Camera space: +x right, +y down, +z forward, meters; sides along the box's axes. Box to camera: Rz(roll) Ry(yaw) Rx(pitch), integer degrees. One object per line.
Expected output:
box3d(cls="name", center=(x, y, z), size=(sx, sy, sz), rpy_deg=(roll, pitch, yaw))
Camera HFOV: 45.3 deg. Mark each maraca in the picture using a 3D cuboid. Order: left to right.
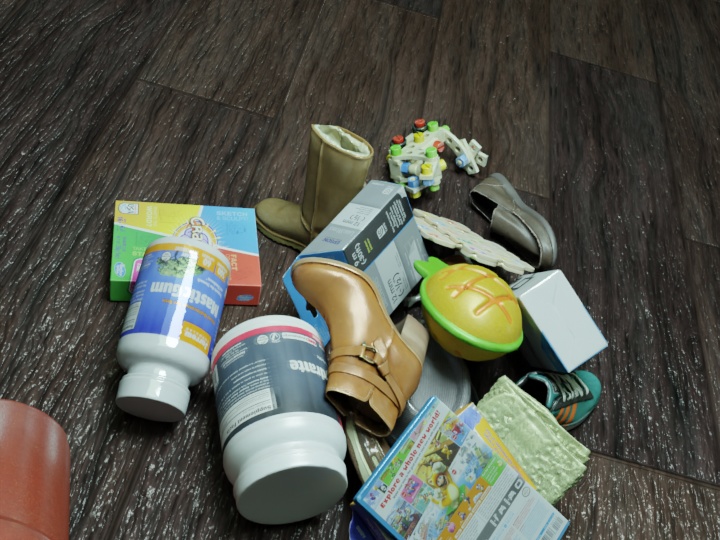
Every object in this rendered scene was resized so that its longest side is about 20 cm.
box3d(cls="maraca", center=(0.133, 0.040, 1.086), size=(0.135, 0.108, 0.201), rpy_deg=(17, 25, -20))

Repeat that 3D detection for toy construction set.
box3d(cls="toy construction set", center=(0.121, -0.191, 1.427), size=(0.130, 0.093, 0.199), rpy_deg=(19, 30, 37))

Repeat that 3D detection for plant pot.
box3d(cls="plant pot", center=(-0.357, 0.242, 0.806), size=(0.198, 0.203, 0.196), rpy_deg=(4, 38, -14))

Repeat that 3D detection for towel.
box3d(cls="towel", center=(0.155, 0.239, 1.001), size=(0.200, 0.037, 0.148), rpy_deg=(-45, 68, -4))

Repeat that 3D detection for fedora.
box3d(cls="fedora", center=(0.080, 0.145, 1.093), size=(0.174, 0.091, 0.202), rpy_deg=(13, 45, -5))

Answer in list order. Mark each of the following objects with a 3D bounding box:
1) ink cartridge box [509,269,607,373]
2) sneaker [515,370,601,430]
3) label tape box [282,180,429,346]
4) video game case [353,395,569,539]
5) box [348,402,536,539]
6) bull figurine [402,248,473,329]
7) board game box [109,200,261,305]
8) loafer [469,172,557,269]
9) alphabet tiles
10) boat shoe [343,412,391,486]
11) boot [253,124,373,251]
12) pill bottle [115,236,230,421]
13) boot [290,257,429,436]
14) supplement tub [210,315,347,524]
box3d(cls="ink cartridge box", center=(0.242, 0.069, 1.164), size=(0.066, 0.200, 0.117), rpy_deg=(-34, 90, -7))
box3d(cls="sneaker", center=(0.250, 0.168, 1.131), size=(0.198, 0.080, 0.072), rpy_deg=(-18, 54, -31))
box3d(cls="label tape box", center=(0.000, 0.000, 1.137), size=(0.066, 0.144, 0.200), rpy_deg=(14, 50, 39))
box3d(cls="video game case", center=(0.107, 0.250, 0.895), size=(0.200, 0.018, 0.143), rpy_deg=(43, 64, 0))
box3d(cls="box", center=(0.083, 0.248, 0.917), size=(0.199, 0.041, 0.120), rpy_deg=(-35, 85, -29))
box3d(cls="bull figurine", center=(0.121, 0.031, 1.218), size=(0.120, 0.066, 0.201), rpy_deg=(-15, 32, -6))
box3d(cls="board game box", center=(-0.241, -0.025, 1.191), size=(0.197, 0.041, 0.154), rpy_deg=(2, 47, -15))
box3d(cls="loafer", center=(0.238, -0.070, 1.374), size=(0.070, 0.074, 0.201), rpy_deg=(-20, 50, -19))
box3d(cls="alphabet tiles", center=(0.153, -0.044, 1.251), size=(0.193, 0.015, 0.200), rpy_deg=(15, 15, -28))
box3d(cls="boat shoe", center=(0.049, 0.243, 0.973), size=(0.074, 0.075, 0.204), rpy_deg=(-27, 74, 10))
box3d(cls="boot", center=(-0.070, -0.120, 1.218), size=(0.174, 0.202, 0.066), rpy_deg=(27, 44, 16))
box3d(cls="pill bottle", center=(-0.227, 0.072, 1.035), size=(0.110, 0.112, 0.203), rpy_deg=(11, 61, -6))
box3d(cls="boot", center=(-0.016, 0.084, 0.989), size=(0.198, 0.074, 0.156), rpy_deg=(32, 46, -4))
box3d(cls="supplement tub", center=(-0.093, 0.166, 0.983), size=(0.138, 0.141, 0.202), rpy_deg=(-1, 48, -18))
